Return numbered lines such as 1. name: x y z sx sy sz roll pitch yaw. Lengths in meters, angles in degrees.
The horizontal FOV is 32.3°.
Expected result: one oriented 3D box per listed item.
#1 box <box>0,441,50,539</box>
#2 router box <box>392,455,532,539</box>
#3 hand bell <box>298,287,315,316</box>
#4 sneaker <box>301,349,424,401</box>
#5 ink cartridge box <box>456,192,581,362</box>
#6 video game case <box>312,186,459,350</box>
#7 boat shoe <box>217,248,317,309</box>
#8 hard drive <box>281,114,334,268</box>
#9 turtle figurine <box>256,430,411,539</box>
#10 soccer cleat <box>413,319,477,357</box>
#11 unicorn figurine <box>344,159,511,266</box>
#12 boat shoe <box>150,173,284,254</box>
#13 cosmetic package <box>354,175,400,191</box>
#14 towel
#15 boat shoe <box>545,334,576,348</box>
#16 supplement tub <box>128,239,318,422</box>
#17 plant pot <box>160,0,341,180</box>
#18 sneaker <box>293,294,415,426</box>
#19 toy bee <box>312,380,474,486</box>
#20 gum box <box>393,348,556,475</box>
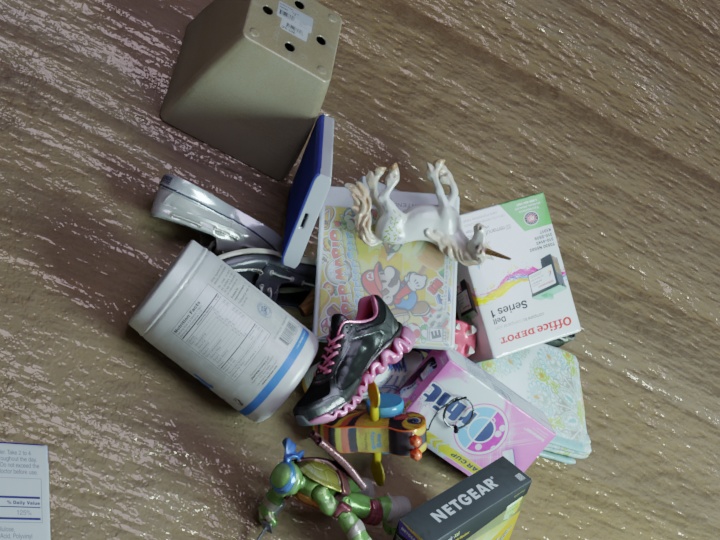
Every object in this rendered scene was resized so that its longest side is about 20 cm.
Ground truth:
1. box: -0.401 0.272 1.192 0.182 0.105 0.202 9 57 -31
2. router box: 0.109 0.330 1.494 0.052 0.159 0.199 36 39 30
3. hand bell: 0.000 0.000 1.624 0.199 0.104 0.105 -33 83 -23
4. sneaker: 0.022 0.130 1.612 0.199 0.088 0.076 -12 67 -42
5. ink cartridge box: 0.203 0.011 1.711 0.143 0.084 0.202 -15 89 -19
6. video game case: 0.034 -0.004 1.585 0.180 0.023 0.202 4 77 -3
7. boat shoe: -0.116 0.018 1.594 0.199 0.073 0.063 5 59 -41
8. hard drive: -0.068 -0.107 1.619 0.025 0.133 0.201 19 26 -10
9. turtle figurine: -0.043 0.297 1.433 0.193 0.143 0.202 15 58 -47
10. soccer cleat: 0.065 0.077 1.650 0.198 0.076 0.067 17 73 -30
11. unicorn figurine: 0.086 -0.069 1.564 0.074 0.198 0.139 17 67 -80
12. boat shoe: -0.181 -0.051 1.597 0.199 0.072 0.066 31 80 -36
13. cosmetic package: 0.068 -0.046 1.771 0.198 0.074 0.103 21 52 -26
14. towel: 0.237 0.177 1.770 0.198 0.048 0.173 19 49 -26
15. boat shoe: 0.243 0.044 1.805 0.200 0.063 0.071 42 45 -33
16. supplement tub: -0.161 0.074 1.482 0.199 0.132 0.132 38 46 -8
17. plant pot: -0.132 -0.283 1.705 0.198 0.177 0.202 26 50 -20
18. sneaker: -0.021 0.102 1.475 0.200 0.079 0.096 -44 112 -37
19. toy bee: 0.038 0.191 1.514 0.109 0.198 0.132 -100 165 -73
20. gum box: 0.141 0.191 1.619 0.199 0.114 0.066 35 12 -18
